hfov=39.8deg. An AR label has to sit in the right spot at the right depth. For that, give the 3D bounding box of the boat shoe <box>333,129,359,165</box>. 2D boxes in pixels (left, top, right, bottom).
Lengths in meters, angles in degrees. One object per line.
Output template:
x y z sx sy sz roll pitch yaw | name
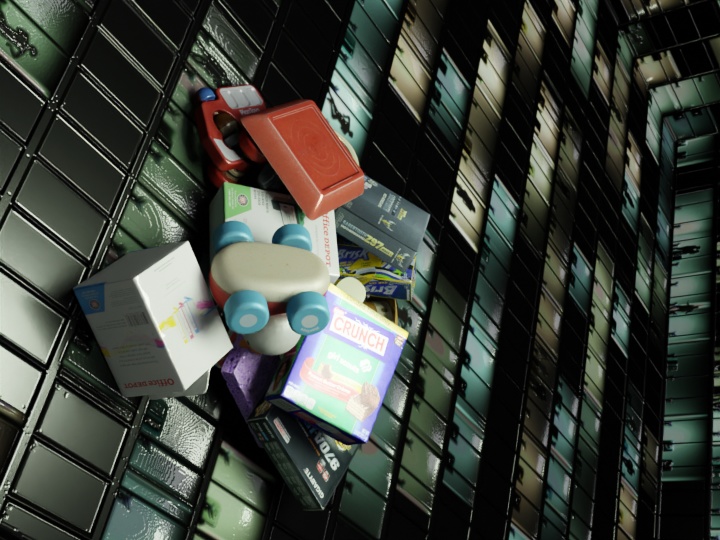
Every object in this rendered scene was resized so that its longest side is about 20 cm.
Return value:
-0.039 -0.184 1.908 0.201 0.071 0.065 62 32 -35 | boat shoe

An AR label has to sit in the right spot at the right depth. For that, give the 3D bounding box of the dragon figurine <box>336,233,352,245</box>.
-0.042 -0.079 1.813 0.098 0.200 0.059 5 76 -15 | dragon figurine

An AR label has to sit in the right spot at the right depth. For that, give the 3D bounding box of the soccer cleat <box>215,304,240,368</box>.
-0.200 0.069 1.615 0.201 0.068 0.074 -64 152 -43 | soccer cleat

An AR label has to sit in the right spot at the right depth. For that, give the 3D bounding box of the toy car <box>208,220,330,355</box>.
-0.147 0.061 1.481 0.175 0.201 0.185 2 41 -19 | toy car

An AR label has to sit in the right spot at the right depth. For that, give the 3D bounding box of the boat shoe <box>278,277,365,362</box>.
-0.068 0.094 1.655 0.074 0.063 0.202 44 58 -3 | boat shoe

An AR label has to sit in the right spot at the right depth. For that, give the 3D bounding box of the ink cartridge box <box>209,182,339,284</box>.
-0.140 -0.047 1.612 0.198 0.084 0.147 9 58 -25 | ink cartridge box

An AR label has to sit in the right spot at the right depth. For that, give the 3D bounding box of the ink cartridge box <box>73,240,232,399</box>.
-0.287 0.081 1.413 0.125 0.128 0.201 -43 118 -51 | ink cartridge box

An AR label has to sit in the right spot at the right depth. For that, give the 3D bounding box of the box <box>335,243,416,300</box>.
0.000 0.000 1.796 0.070 0.198 0.065 84 16 -59 | box

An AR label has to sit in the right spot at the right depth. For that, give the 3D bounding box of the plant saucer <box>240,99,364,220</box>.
-0.082 -0.196 1.639 0.201 0.037 0.199 56 32 0 | plant saucer

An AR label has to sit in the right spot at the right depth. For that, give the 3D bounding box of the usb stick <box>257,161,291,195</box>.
-0.123 -0.146 1.681 0.033 0.056 0.200 42 6 15 | usb stick

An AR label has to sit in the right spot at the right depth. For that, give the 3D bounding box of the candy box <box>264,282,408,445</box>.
-0.034 0.149 1.576 0.168 0.077 0.201 32 65 -21 | candy box

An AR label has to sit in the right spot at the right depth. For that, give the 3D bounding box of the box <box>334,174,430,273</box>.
0.037 -0.089 1.757 0.157 0.051 0.200 32 25 -3 | box

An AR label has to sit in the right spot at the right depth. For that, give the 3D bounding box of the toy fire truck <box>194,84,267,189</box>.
-0.203 -0.233 1.660 0.169 0.112 0.200 56 33 7 | toy fire truck

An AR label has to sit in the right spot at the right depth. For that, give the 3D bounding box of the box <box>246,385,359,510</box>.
-0.089 0.265 1.633 0.201 0.046 0.159 62 38 -22 | box

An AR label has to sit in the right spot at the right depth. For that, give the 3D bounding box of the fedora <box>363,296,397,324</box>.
0.006 0.117 1.848 0.081 0.201 0.202 8 71 -17 | fedora

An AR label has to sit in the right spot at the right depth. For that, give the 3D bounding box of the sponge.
-0.163 0.185 1.612 0.201 0.030 0.112 73 31 -42 | sponge
